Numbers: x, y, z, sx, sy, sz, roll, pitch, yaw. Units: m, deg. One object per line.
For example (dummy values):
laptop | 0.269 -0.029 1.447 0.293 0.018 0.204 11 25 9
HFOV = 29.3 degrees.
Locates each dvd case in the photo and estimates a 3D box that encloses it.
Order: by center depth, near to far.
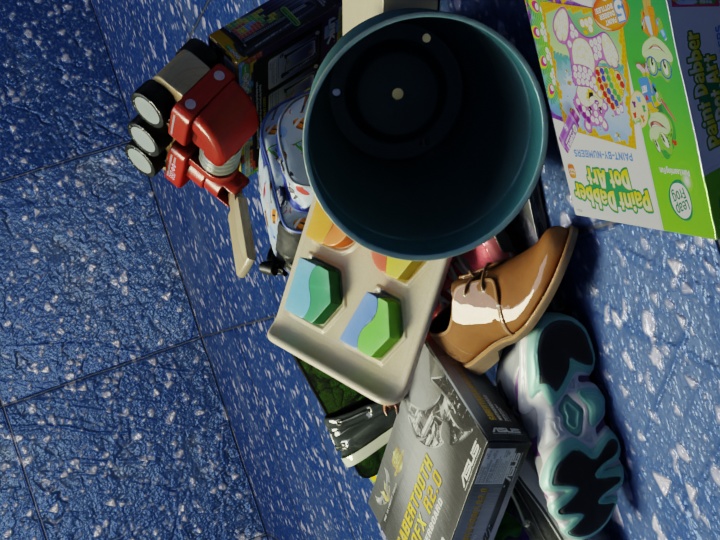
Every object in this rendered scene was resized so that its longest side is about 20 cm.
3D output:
dvd case | 0.124 -0.051 1.282 0.200 0.016 0.150 -149 42 -68

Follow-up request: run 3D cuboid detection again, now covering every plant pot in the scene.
plant pot | 0.042 -0.133 1.177 0.188 0.198 0.202 -109 6 -71

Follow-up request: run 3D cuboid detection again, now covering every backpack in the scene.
backpack | -0.026 -0.106 1.446 0.155 0.198 0.192 98 158 -44

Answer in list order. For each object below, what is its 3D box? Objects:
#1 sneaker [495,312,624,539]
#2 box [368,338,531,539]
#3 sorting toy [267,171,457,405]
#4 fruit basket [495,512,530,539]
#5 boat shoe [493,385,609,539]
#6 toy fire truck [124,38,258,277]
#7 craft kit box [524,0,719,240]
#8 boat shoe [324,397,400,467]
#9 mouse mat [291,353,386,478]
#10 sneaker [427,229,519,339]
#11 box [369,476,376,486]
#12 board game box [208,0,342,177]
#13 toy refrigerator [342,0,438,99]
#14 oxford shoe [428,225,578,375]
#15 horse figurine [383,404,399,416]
sneaker | 0.170 0.132 1.241 0.140 0.077 0.203 -167 69 -74
box | 0.078 0.190 1.280 0.159 0.048 0.202 -123 43 -51
sorting toy | 0.000 0.000 1.275 0.184 0.036 0.202 25 97 42
fruit basket | 0.124 0.214 1.394 0.215 0.154 0.218 -21 64 52
boat shoe | 0.157 0.205 1.282 0.201 0.063 0.071 59 -153 9
toy fire truck | -0.156 -0.114 1.473 0.199 0.129 0.176 39 154 5
craft kit box | 0.185 -0.129 0.935 0.200 0.048 0.200 -160 51 -71
boat shoe | 0.046 0.118 1.411 0.066 0.199 0.075 52 -168 -2
mouse mat | 0.031 0.112 1.451 0.201 0.160 0.008 63 173 -30
sneaker | 0.096 0.021 1.275 0.201 0.086 0.074 96 150 -58
box | 0.041 0.128 1.585 0.193 0.121 0.202 -130 26 -56
board game box | -0.088 -0.218 1.542 0.057 0.165 0.201 43 153 22
toy refrigerator | 0.030 -0.234 1.311 0.076 0.069 0.201 52 157 34
oxford shoe | 0.119 0.020 1.183 0.200 0.071 0.072 -51 11 46
horse figurine | 0.031 0.022 1.335 0.133 0.049 0.202 -69 -13 -72
